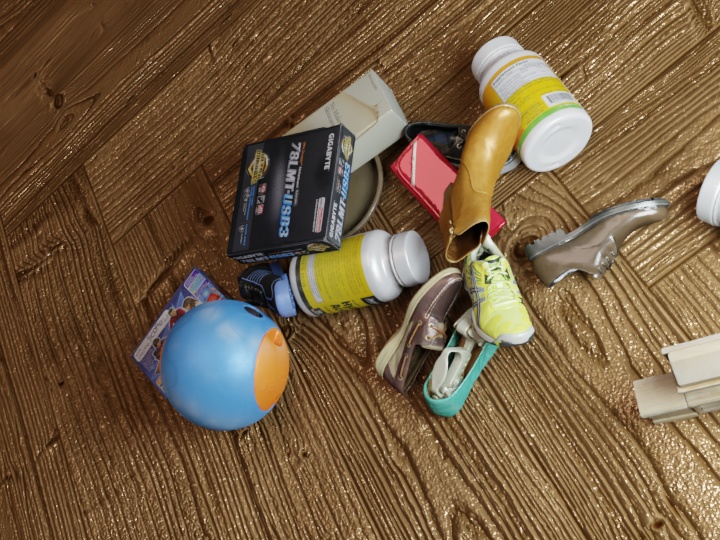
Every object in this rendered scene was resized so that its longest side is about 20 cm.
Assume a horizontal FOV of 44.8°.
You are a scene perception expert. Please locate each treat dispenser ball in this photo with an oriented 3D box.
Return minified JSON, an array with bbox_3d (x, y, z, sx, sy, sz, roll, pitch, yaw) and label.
[{"bbox_3d":[-0.210,0.146,1.354,0.200,0.201,0.202,-13,64,28],"label":"treat dispenser ball"}]

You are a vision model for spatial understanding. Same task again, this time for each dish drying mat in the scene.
[{"bbox_3d":[0.129,-0.116,1.330,0.077,0.018,0.200,-46,67,15],"label":"dish drying mat"}]

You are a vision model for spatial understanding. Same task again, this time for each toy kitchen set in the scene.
[{"bbox_3d":[0.416,0.178,0.967,0.199,0.163,0.181,-18,62,25],"label":"toy kitchen set"}]

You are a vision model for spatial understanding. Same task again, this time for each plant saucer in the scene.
[{"bbox_3d":[-0.044,-0.130,1.472,0.199,0.029,0.201,-13,65,28],"label":"plant saucer"}]

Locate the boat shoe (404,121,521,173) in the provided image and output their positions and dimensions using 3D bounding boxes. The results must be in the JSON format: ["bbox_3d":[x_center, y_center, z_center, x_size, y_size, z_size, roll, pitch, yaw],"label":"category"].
[{"bbox_3d":[0.155,-0.193,1.354,0.199,0.057,0.069,13,78,36],"label":"boat shoe"}]

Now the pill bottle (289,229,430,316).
[{"bbox_3d":[0.000,0.000,1.338,0.199,0.111,0.112,-14,64,28],"label":"pill bottle"}]

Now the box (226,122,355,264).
[{"bbox_3d":[-0.110,-0.118,1.371,0.198,0.050,0.201,-7,66,34],"label":"box"}]

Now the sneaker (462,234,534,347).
[{"bbox_3d":[0.179,0.027,1.192,0.075,0.077,0.200,-13,37,-7],"label":"sneaker"}]

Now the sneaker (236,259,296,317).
[{"bbox_3d":[-0.151,0.035,1.390,0.078,0.070,0.200,-16,15,-8],"label":"sneaker"}]

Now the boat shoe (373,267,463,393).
[{"bbox_3d":[0.097,0.090,1.256,0.072,0.072,0.200,44,108,33],"label":"boat shoe"}]

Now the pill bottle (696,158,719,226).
[{"bbox_3d":[0.512,-0.065,1.039,0.200,0.112,0.113,29,87,38],"label":"pill bottle"}]

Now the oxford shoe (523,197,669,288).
[{"bbox_3d":[0.328,-0.034,1.181,0.199,0.073,0.085,-28,75,22],"label":"oxford shoe"}]

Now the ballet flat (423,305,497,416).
[{"bbox_3d":[0.148,0.110,1.224,0.067,0.070,0.201,24,84,37],"label":"ballet flat"}]

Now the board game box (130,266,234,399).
[{"bbox_3d":[-0.306,0.110,1.533,0.135,0.034,0.200,38,93,38],"label":"board game box"}]

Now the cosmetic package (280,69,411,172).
[{"bbox_3d":[-0.028,-0.223,1.439,0.200,0.073,0.104,-35,55,17],"label":"cosmetic package"}]

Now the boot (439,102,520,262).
[{"bbox_3d":[0.169,-0.116,1.204,0.144,0.070,0.202,-90,23,-49],"label":"boot"}]

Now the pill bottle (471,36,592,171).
[{"bbox_3d":[0.244,-0.251,1.287,0.111,0.111,0.200,-37,55,14],"label":"pill bottle"}]
